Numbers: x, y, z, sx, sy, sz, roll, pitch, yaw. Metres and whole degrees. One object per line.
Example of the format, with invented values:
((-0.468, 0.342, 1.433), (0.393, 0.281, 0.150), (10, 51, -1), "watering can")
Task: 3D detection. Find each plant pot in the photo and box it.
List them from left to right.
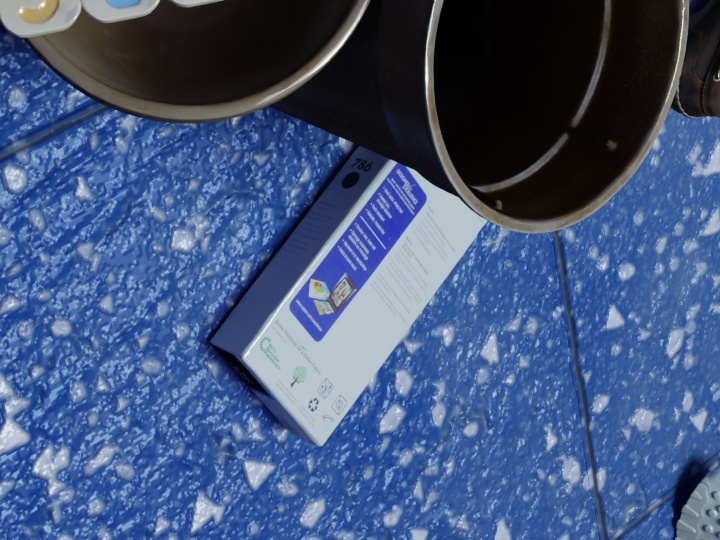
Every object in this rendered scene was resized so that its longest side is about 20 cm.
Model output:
((-0.091, -0.172, 0.974), (0.199, 0.093, 0.203), (1, 87, -10), "plant pot")
((0.044, -0.142, 1.061), (0.199, 0.198, 0.202), (-15, 114, -38), "plant pot")

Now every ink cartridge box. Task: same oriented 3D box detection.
((0.000, 0.000, 1.178), (0.200, 0.039, 0.100), (-51, 131, -16), "ink cartridge box")

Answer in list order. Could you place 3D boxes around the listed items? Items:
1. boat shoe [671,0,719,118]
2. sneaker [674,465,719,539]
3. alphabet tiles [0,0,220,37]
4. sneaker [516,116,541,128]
((0.287, -0.182, 1.362), (0.200, 0.070, 0.071), (-52, 130, -19), "boat shoe")
((0.304, 0.227, 1.518), (0.080, 0.076, 0.201), (-41, 133, -40), "sneaker")
((-0.134, -0.217, 0.916), (0.198, 0.015, 0.197), (-12, 89, -10), "alphabet tiles")
((0.109, -0.149, 1.170), (0.201, 0.070, 0.082), (-76, 148, -46), "sneaker")
